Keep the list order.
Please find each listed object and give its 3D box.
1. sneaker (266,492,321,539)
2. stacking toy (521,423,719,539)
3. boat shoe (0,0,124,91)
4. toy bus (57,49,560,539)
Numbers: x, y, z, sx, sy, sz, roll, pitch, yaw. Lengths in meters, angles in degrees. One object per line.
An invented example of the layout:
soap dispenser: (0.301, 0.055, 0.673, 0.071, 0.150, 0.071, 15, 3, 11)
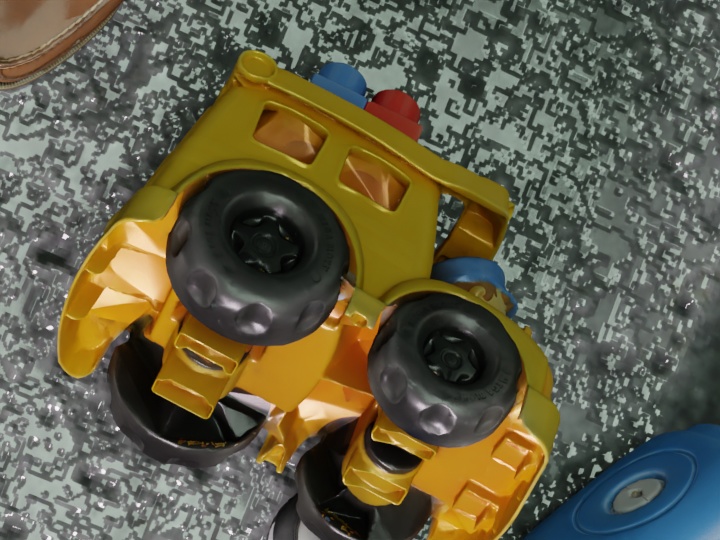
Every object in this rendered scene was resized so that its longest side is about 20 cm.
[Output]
sneaker: (0.036, 0.169, 0.986, 0.074, 0.080, 0.200, -23, 69, -42)
stacking toy: (0.167, 0.179, 1.045, 0.109, 0.116, 0.201, -34, 107, -15)
boat shoe: (-0.106, -0.163, 0.999, 0.072, 0.068, 0.200, 40, 80, -11)
toy bus: (0.000, 0.000, 0.981, 0.199, 0.136, 0.193, 29, 51, -2)
